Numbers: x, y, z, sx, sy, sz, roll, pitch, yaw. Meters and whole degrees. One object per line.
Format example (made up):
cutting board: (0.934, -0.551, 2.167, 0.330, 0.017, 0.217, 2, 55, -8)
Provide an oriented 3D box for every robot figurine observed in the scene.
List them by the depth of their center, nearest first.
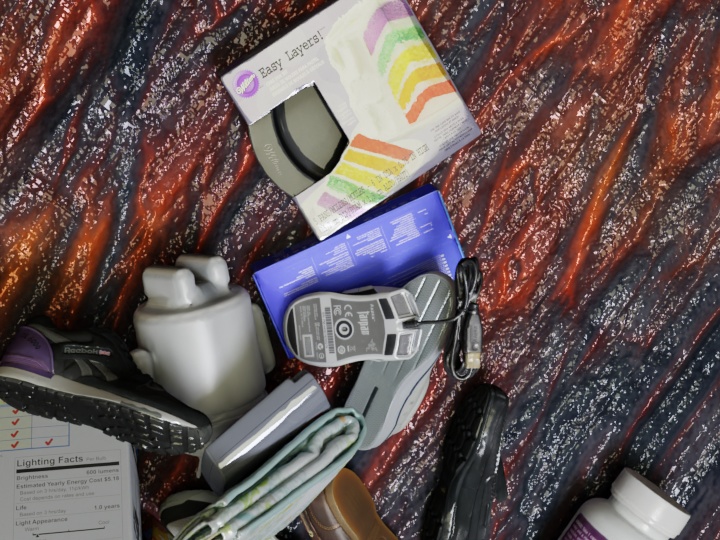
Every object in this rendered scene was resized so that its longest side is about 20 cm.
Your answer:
robot figurine: (-0.149, 0.088, 1.194, 0.168, 0.112, 0.203, -20, 106, -39)

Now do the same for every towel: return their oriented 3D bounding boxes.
towel: (-0.094, 0.214, 1.142, 0.048, 0.199, 0.171, 50, 134, 10)

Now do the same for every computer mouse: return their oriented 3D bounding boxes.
computer mouse: (0.022, 0.047, 1.179, 0.197, 0.044, 0.112, -2, 97, 22)

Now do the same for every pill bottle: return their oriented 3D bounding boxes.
pill bottle: (0.251, 0.309, 1.307, 0.111, 0.112, 0.201, 32, 96, -14)

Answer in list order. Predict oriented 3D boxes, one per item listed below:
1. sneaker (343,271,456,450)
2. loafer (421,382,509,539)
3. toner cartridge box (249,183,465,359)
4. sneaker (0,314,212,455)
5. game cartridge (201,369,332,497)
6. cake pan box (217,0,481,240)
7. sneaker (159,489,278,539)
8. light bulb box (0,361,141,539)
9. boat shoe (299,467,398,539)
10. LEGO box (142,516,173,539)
sneaker: (0.043, 0.083, 1.236, 0.073, 0.071, 0.202, 38, 115, 19)
loafer: (0.118, 0.211, 1.291, 0.069, 0.068, 0.204, 9, 105, -19)
toner cartridge box: (0.000, 0.000, 1.236, 0.198, 0.043, 0.096, -24, 106, -4)
sneaker: (-0.214, 0.090, 1.093, 0.197, 0.076, 0.088, 17, 58, 6)
game cartridge: (-0.085, 0.162, 1.176, 0.132, 0.200, 0.041, -36, 75, -7)
cake pan box: (-0.013, -0.155, 1.198, 0.198, 0.052, 0.186, -32, 103, -2)
sneaker: (-0.116, 0.293, 1.245, 0.199, 0.088, 0.076, 33, 134, -11)
light bulb box: (-0.298, 0.196, 1.136, 0.195, 0.202, 0.126, -4, 144, -8)
boat shoe: (-0.001, 0.289, 1.290, 0.070, 0.070, 0.202, -18, 104, 36)
LEGO box: (-0.193, 0.376, 1.266, 0.149, 0.077, 0.200, -42, 105, 2)
